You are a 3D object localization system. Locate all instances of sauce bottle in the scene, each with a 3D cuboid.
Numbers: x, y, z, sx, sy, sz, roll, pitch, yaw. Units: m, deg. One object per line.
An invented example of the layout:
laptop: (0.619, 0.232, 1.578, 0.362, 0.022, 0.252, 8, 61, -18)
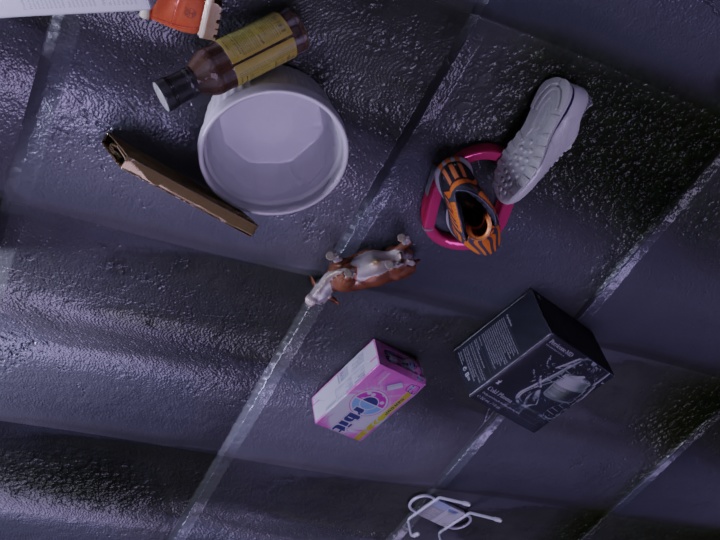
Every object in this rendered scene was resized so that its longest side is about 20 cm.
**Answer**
sauce bottle: (-0.162, -0.262, 1.060, 0.200, 0.065, 0.065, -30, 135, -16)

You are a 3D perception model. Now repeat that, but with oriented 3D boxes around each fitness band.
fitness band: (0.172, -0.112, 1.330, 0.143, 0.037, 0.200, 1, 132, -13)

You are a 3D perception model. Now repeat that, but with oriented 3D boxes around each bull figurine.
bull figurine: (0.000, 0.000, 1.363, 0.200, 0.065, 0.121, -19, 166, -5)

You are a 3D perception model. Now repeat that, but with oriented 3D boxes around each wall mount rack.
wall mount rack: (0.210, 0.559, 1.916, 0.174, 0.075, 0.200, -40, 128, 22)

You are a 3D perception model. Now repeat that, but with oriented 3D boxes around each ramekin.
ramekin: (-0.121, -0.184, 1.155, 0.200, 0.105, 0.200, -7, 132, -7)

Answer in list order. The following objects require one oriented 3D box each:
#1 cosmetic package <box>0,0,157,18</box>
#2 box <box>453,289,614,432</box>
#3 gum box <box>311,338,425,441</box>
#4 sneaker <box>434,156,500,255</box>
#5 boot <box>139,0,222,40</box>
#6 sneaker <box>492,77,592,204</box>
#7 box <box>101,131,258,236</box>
cosmetic package: (-0.330, -0.348, 0.950, 0.200, 0.071, 0.101, 1, 134, 10)
box: (0.317, 0.170, 1.559, 0.200, 0.124, 0.197, 31, 117, -33)
gum box: (0.016, 0.222, 1.576, 0.113, 0.066, 0.200, 28, 120, -31)
sneaker: (0.170, -0.068, 1.270, 0.078, 0.112, 0.200, -28, 133, 10)
boot: (-0.205, -0.371, 0.994, 0.107, 0.075, 0.200, 10, 130, -14)
sneaker: (0.271, -0.180, 1.246, 0.080, 0.076, 0.200, 13, 115, -44)
box: (-0.249, -0.118, 1.156, 0.200, 0.163, 0.021, 28, 95, -31)
